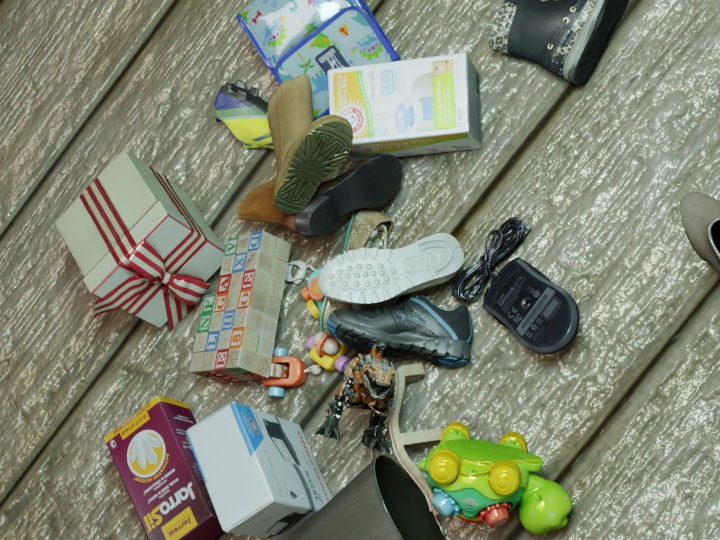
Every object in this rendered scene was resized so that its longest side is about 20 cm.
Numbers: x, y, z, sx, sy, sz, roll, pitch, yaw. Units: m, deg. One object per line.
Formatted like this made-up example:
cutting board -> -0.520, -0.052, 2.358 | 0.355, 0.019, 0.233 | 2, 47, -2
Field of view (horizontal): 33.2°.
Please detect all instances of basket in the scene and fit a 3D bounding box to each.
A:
basket -> -0.008, 0.363, 1.554 | 0.199, 0.136, 0.182 | -33, 84, 19

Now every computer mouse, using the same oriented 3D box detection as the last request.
computer mouse -> 0.220, 0.036, 1.577 | 0.139, 0.053, 0.200 | -49, 49, 9

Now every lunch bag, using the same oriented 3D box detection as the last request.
lunch bag -> -0.059, -0.340, 1.775 | 0.169, 0.127, 0.201 | -35, 83, 13

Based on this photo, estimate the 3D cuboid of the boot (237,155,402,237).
boot -> -0.058, -0.112, 1.729 | 0.188, 0.069, 0.199 | -42, 29, -22

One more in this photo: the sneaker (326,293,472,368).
sneaker -> 0.053, 0.073, 1.612 | 0.197, 0.073, 0.083 | 11, 70, -4

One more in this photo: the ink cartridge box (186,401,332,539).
ink cartridge box -> -0.127, 0.270, 1.597 | 0.083, 0.200, 0.146 | -33, 64, 12

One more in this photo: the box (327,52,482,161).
box -> 0.062, -0.223, 1.668 | 0.197, 0.101, 0.114 | -4, 82, 16

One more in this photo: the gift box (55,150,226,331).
gift box -> -0.324, -0.025, 1.790 | 0.200, 0.184, 0.187 | -48, 53, 11

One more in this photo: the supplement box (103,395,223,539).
supplement box -> -0.269, 0.296, 1.724 | 0.110, 0.085, 0.201 | -37, 64, 12

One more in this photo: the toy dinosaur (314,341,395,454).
toy dinosaur -> 0.010, 0.160, 1.575 | 0.101, 0.200, 0.138 | 13, 85, 11

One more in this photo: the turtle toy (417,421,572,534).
turtle toy -> 0.166, 0.266, 1.499 | 0.197, 0.146, 0.103 | 10, 103, 11

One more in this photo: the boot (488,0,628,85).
boot -> 0.275, -0.366, 1.641 | 0.152, 0.073, 0.206 | 24, 86, 32

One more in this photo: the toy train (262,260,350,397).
toy train -> -0.083, 0.079, 1.708 | 0.148, 0.056, 0.203 | 2, 78, 26

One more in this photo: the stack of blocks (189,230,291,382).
stack of blocks -> -0.172, 0.054, 1.734 | 0.114, 0.058, 0.203 | -9, 65, 46

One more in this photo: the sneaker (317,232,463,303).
sneaker -> 0.040, 0.008, 1.610 | 0.197, 0.081, 0.078 | -10, 78, -6

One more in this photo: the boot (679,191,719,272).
boot -> 0.435, -0.035, 1.430 | 0.070, 0.146, 0.201 | -43, 62, 12

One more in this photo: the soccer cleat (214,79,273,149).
soccer cleat -> -0.143, -0.212, 1.823 | 0.199, 0.064, 0.085 | 36, 123, 25

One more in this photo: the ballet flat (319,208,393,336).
ballet flat -> 0.000, 0.000, 1.661 | 0.064, 0.071, 0.202 | 8, 65, 18

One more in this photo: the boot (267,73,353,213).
boot -> -0.077, -0.201, 1.641 | 0.175, 0.066, 0.202 | -47, 33, 35

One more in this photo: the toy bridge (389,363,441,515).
toy bridge -> 0.075, 0.223, 1.585 | 0.027, 0.066, 0.203 | -48, 51, 55
